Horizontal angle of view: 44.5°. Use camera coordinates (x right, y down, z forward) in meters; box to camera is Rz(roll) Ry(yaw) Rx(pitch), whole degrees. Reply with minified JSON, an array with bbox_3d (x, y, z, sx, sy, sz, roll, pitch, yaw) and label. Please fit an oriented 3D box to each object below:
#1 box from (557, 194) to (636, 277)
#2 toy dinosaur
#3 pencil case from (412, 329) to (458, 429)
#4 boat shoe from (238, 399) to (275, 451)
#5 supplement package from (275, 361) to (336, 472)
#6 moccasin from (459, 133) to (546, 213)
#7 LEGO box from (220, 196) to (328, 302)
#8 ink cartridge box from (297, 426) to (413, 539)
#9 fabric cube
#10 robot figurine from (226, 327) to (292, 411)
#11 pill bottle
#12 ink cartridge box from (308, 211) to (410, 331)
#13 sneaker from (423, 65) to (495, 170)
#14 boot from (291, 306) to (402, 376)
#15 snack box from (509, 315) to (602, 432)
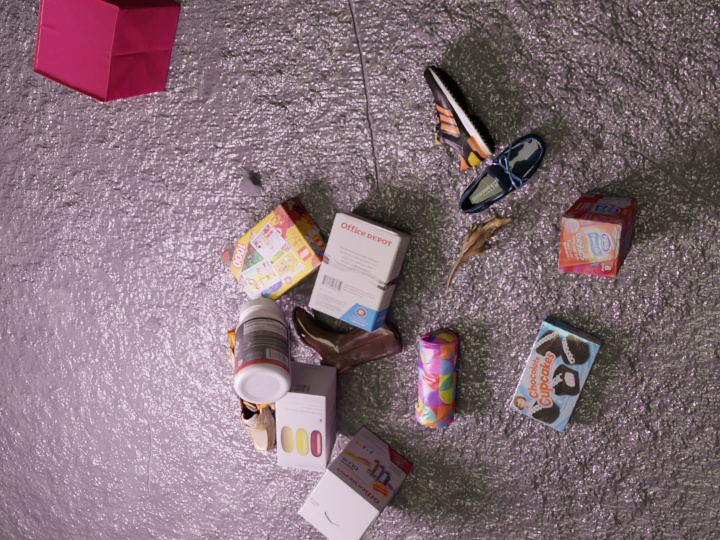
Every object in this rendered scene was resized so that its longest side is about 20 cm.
[{"bbox_3d":[0.406,-0.063,1.504,0.099,0.200,0.097,8,109,22],"label":"box"},{"bbox_3d":[0.212,-0.048,1.656,0.058,0.101,0.201,41,119,7],"label":"toy dinosaur"},{"bbox_3d":[0.152,0.222,1.786,0.087,0.088,0.203,11,109,21],"label":"pencil case"},{"bbox_3d":[-0.246,0.329,2.013,0.073,0.069,0.203,-4,105,26],"label":"boat shoe"},{"bbox_3d":[-0.114,0.312,1.876,0.112,0.110,0.202,5,119,9],"label":"supplement package"},{"bbox_3d":[0.261,-0.166,1.613,0.080,0.068,0.200,45,119,5],"label":"moccasin"},{"bbox_3d":[-0.174,-0.034,1.856,0.199,0.077,0.150,-37,89,30],"label":"LEGO box"},{"bbox_3d":[-0.008,0.465,1.871,0.145,0.200,0.145,36,118,9],"label":"ink cartridge box"},{"bbox_3d":[-0.520,-0.480,1.802,0.195,0.199,0.202,26,116,17],"label":"fabric cube"},{"bbox_3d":[-0.218,0.214,1.938,0.143,0.058,0.202,-19,97,-5],"label":"robot figurine"},{"bbox_3d":[-0.200,0.161,1.800,0.114,0.201,0.117,-3,133,-4],"label":"pill bottle"},{"bbox_3d":[0.000,0.000,1.759,0.145,0.084,0.202,22,100,17],"label":"ink cartridge box"},{"bbox_3d":[0.161,-0.277,1.623,0.090,0.070,0.201,-35,92,27],"label":"sneaker"},{"bbox_3d":[-0.025,0.122,1.844,0.199,0.064,0.187,-25,108,33],"label":"boot"},{"bbox_3d":[0.375,0.200,1.698,0.115,0.037,0.202,24,115,17],"label":"snack box"}]
